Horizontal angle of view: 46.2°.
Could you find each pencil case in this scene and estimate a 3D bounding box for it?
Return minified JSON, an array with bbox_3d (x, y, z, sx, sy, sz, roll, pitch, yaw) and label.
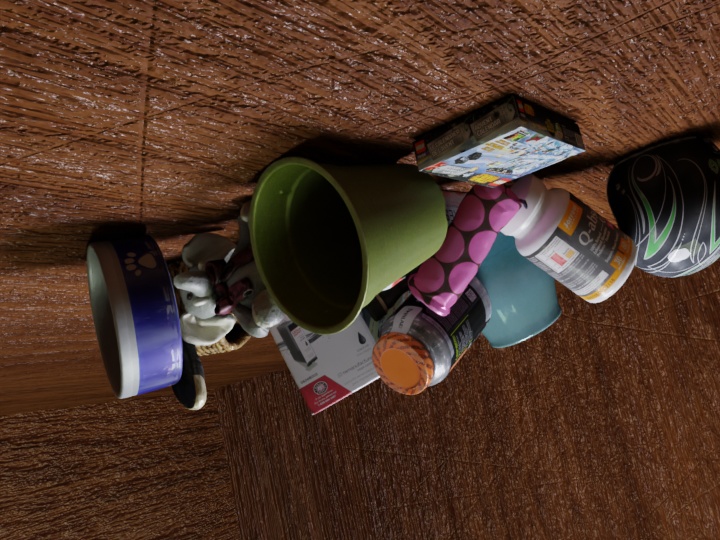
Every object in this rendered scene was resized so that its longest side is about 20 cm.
[{"bbox_3d":[0.146,-0.038,1.191,0.201,0.090,0.094,-55,-166,11],"label":"pencil case"}]

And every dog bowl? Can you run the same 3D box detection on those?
[{"bbox_3d":[-0.295,0.058,1.094,0.078,0.203,0.200,-10,170,-24],"label":"dog bowl"}]

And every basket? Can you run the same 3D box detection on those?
[{"bbox_3d":[-0.208,0.054,1.352,0.146,0.145,0.200,-13,171,6],"label":"basket"}]

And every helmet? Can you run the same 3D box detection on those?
[{"bbox_3d":[0.489,-0.090,1.304,0.197,0.194,0.200,-12,170,-2],"label":"helmet"}]

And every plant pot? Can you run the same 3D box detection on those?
[{"bbox_3d":[0.002,-0.048,1.000,0.188,0.203,0.199,-19,177,-42],"label":"plant pot"},{"bbox_3d":[0.236,0.015,1.400,0.198,0.190,0.200,-28,-175,3],"label":"plant pot"}]

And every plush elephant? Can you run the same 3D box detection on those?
[{"bbox_3d":[-0.177,0.016,1.114,0.152,0.168,0.200,-9,167,-1],"label":"plush elephant"}]

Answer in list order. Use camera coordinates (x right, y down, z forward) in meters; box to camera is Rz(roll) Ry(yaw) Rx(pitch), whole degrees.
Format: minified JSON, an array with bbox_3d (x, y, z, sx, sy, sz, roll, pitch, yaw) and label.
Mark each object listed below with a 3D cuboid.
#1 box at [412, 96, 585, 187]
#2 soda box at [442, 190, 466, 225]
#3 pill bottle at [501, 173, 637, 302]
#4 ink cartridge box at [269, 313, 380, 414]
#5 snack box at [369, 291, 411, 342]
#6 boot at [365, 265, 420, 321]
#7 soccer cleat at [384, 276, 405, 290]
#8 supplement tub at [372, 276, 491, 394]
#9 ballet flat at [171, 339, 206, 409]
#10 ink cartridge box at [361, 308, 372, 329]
[{"bbox_3d":[0.170,-0.149,1.013,0.136,0.041,0.199,-21,168,32],"label":"box"},{"bbox_3d":[0.103,-0.078,1.252,0.068,0.065,0.198,-21,167,38],"label":"soda box"},{"bbox_3d":[0.304,-0.050,1.264,0.199,0.117,0.116,34,156,-11],"label":"pill bottle"},{"bbox_3d":[-0.060,0.110,1.376,0.145,0.202,0.083,-29,174,-1],"label":"ink cartridge box"},{"bbox_3d":[0.061,0.034,1.434,0.037,0.203,0.116,16,160,-21],"label":"snack box"},{"bbox_3d":[0.056,0.011,1.349,0.137,0.078,0.200,-36,-165,-2],"label":"boot"},{"bbox_3d":[0.000,0.000,1.193,0.084,0.070,0.200,-19,-172,-11],"label":"soccer cleat"},{"bbox_3d":[0.107,0.091,1.277,0.122,0.124,0.200,-22,-166,43],"label":"supplement tub"},{"bbox_3d":[-0.234,0.123,1.166,0.056,0.067,0.200,14,-158,-27],"label":"ballet flat"},{"bbox_3d":[-0.046,0.075,1.490,0.143,0.204,0.087,-8,176,-24],"label":"ink cartridge box"}]
